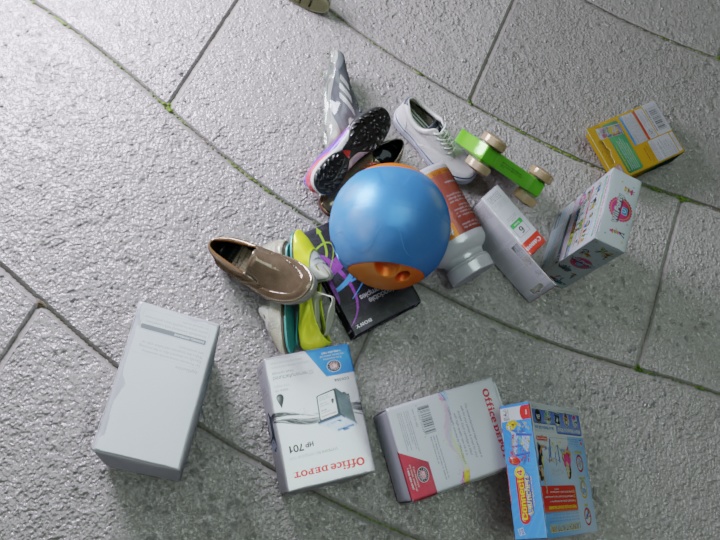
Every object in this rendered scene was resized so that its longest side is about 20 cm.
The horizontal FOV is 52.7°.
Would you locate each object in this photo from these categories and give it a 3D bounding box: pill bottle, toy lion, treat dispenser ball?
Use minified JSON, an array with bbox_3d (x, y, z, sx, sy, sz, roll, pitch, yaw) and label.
[{"bbox_3d":[0.152,-0.078,1.294,0.111,0.112,0.203,-24,78,-21],"label":"pill bottle"},{"bbox_3d":[0.246,-0.200,1.324,0.198,0.192,0.069,26,105,-31],"label":"toy lion"},{"bbox_3d":[0.048,-0.070,1.177,0.196,0.201,0.205,5,70,-13],"label":"treat dispenser ball"}]

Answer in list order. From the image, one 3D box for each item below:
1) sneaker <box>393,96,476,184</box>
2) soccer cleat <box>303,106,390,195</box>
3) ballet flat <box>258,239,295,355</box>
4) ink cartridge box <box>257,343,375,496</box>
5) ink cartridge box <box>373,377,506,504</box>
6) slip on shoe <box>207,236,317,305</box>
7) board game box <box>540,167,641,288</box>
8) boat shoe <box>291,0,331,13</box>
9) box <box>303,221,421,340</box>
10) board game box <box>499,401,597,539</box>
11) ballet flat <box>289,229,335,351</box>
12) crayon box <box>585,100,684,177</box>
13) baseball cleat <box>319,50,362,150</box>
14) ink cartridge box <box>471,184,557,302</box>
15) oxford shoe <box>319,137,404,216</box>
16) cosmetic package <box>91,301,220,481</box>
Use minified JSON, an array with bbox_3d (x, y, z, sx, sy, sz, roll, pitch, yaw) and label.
[{"bbox_3d":[0.144,-0.244,1.372,0.199,0.071,0.073,41,66,0],"label":"sneaker"},{"bbox_3d":[-0.026,-0.216,1.287,0.201,0.073,0.068,-50,119,-14],"label":"soccer cleat"},{"bbox_3d":[-0.140,0.048,1.209,0.061,0.068,0.204,-7,67,12],"label":"ballet flat"},{"bbox_3d":[-0.071,0.233,1.141,0.143,0.086,0.204,-9,72,-18],"label":"ink cartridge box"},{"bbox_3d":[0.139,0.276,1.183,0.196,0.083,0.149,-12,75,-19],"label":"ink cartridge box"},{"bbox_3d":[-0.160,-0.006,1.165,0.198,0.061,0.077,26,80,26],"label":"slip on shoe"},{"bbox_3d":[0.410,-0.071,1.314,0.063,0.200,0.150,25,67,-5],"label":"board game box"},{"bbox_3d":[-0.137,-0.577,1.410,0.197,0.075,0.069,29,72,-3],"label":"boat shoe"},{"bbox_3d":[0.000,0.000,1.268,0.141,0.036,0.203,-25,80,-22],"label":"box"},{"bbox_3d":[0.304,0.321,1.170,0.198,0.055,0.200,19,61,-49],"label":"board game box"},{"bbox_3d":[-0.075,0.031,1.205,0.066,0.067,0.205,-5,83,20],"label":"ballet flat"},{"bbox_3d":[0.555,-0.258,1.500,0.197,0.052,0.128,-23,78,-22],"label":"crayon box"},{"bbox_3d":[-0.026,-0.307,1.358,0.104,0.070,0.205,8,79,-19],"label":"baseball cleat"},{"bbox_3d":[0.277,-0.046,1.319,0.050,0.109,0.201,-39,85,-23],"label":"ink cartridge box"},{"bbox_3d":[0.003,-0.175,1.307,0.070,0.075,0.200,44,67,0],"label":"oxford shoe"},{"bbox_3d":[-0.285,0.181,1.037,0.120,0.200,0.204,17,68,-8],"label":"cosmetic package"}]
